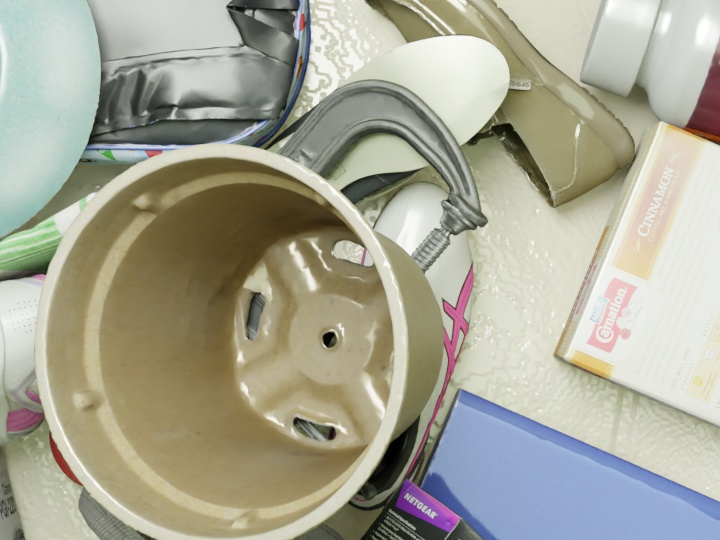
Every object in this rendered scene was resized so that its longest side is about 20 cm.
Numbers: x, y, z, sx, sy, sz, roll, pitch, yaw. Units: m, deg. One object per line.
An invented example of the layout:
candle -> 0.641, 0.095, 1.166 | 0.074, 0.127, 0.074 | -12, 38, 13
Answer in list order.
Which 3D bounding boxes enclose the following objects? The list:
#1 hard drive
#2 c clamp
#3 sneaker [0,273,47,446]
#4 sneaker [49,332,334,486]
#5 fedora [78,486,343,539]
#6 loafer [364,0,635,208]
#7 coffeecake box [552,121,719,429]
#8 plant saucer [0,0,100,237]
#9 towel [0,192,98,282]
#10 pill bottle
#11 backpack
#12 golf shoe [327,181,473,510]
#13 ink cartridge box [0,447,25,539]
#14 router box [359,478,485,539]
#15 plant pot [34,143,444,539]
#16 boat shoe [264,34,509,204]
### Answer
hard drive -> 0.126, 0.172, 1.350 | 0.199, 0.025, 0.133 | 23, 88, 0
c clamp -> 0.000, 0.000, 1.270 | 0.171, 0.027, 0.200 | 38, 101, 15
sneaker -> -0.183, 0.050, 1.262 | 0.088, 0.200, 0.082 | -14, 83, -6
sneaker -> -0.097, 0.064, 1.314 | 0.200, 0.098, 0.071 | -31, 87, -3
fedora -> -0.069, 0.160, 1.265 | 0.090, 0.177, 0.200 | -48, 131, -6
loafer -> 0.075, -0.114, 1.332 | 0.200, 0.076, 0.068 | 39, 82, 0
coffeecake box -> 0.237, 0.021, 1.331 | 0.199, 0.073, 0.154 | 23, 88, 0
plant saucer -> -0.243, -0.108, 1.208 | 0.200, 0.039, 0.202 | 0, 90, 6
towel -> -0.194, -0.003, 1.257 | 0.199, 0.152, 0.024 | -19, 83, 22
pill bottle -> 0.238, -0.126, 1.316 | 0.199, 0.110, 0.110 | 17, 88, 2
backpack -> -0.122, -0.143, 1.293 | 0.189, 0.154, 0.201 | 6, 93, 8
golf shoe -> 0.027, 0.045, 1.320 | 0.072, 0.092, 0.201 | 10, 87, 0
ink cartridge box -> -0.239, 0.185, 1.283 | 0.084, 0.146, 0.201 | -16, 89, 0
router box -> 0.042, 0.226, 1.240 | 0.051, 0.200, 0.149 | 32, 81, 42
plant pot -> -0.042, 0.038, 1.172 | 0.199, 0.183, 0.202 | 0, 90, 19
boat shoe -> 0.004, -0.076, 1.307 | 0.199, 0.063, 0.071 | -33, 85, 17
